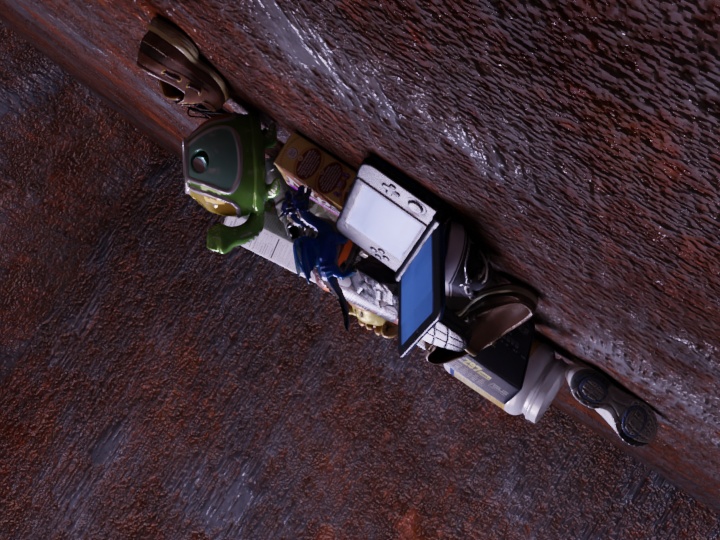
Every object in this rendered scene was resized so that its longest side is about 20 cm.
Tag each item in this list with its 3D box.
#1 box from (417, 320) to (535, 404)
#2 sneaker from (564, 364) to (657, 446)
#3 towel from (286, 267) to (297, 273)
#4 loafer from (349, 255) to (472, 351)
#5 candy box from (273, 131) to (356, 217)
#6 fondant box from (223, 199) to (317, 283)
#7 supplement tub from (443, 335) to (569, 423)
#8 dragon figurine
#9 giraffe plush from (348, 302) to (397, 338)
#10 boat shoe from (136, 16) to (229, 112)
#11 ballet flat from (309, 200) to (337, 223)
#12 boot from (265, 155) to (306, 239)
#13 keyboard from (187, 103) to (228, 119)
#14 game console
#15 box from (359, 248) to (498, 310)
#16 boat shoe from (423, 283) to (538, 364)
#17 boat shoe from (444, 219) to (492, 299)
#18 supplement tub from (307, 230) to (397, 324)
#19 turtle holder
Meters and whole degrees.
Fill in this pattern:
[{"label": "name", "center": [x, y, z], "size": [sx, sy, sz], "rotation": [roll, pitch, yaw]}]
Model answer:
[{"label": "box", "center": [0.178, 0.094, 1.329], "size": [0.198, 0.159, 0.051], "rotation": [34, 132, -5]}, {"label": "sneaker", "center": [0.435, 0.225, 1.447], "size": [0.200, 0.075, 0.087], "rotation": [42, -173, -11]}, {"label": "towel", "center": [-0.121, -0.058, 1.567], "size": [0.192, 0.035, 0.199], "rotation": [43, -161, 27]}, {"label": "loafer", "center": [0.078, 0.034, 1.147], "size": [0.199, 0.072, 0.073], "rotation": [37, 148, 22]}, {"label": "candy box", "center": [-0.019, -0.105, 1.160], "size": [0.198, 0.057, 0.117], "rotation": [32, 176, 7]}, {"label": "fondant box", "center": [-0.129, -0.074, 1.470], "size": [0.198, 0.059, 0.145], "rotation": [27, -147, -5]}, {"label": "supplement tub", "center": [0.266, 0.171, 1.526], "size": [0.198, 0.146, 0.144], "rotation": [32, 177, 21]}, {"label": "dragon figurine", "center": [-0.060, -0.017, 1.140], "size": [0.098, 0.204, 0.059], "rotation": [-5, -168, -20]}, {"label": "giraffe plush", "center": [0.033, 0.018, 1.454], "size": [0.199, 0.163, 0.172], "rotation": [35, 176, -21]}, {"label": "boat shoe", "center": [-0.231, -0.248, 1.073], "size": [0.071, 0.068, 0.200], "rotation": [33, 177, 15]}, {"label": "ballet flat", "center": [-0.061, -0.114, 1.366], "size": [0.071, 0.072, 0.200], "rotation": [35, 178, -22]}, {"label": "boot", "center": [-0.125, -0.112, 1.400], "size": [0.200, 0.067, 0.133], "rotation": [136, 121, -86]}, {"label": "keyboard", "center": [-0.257, -0.261, 1.415], "size": [0.198, 0.040, 0.104], "rotation": [33, 177, 14]}, {"label": "game console", "center": [0.031, -0.010, 1.007], "size": [0.169, 0.119, 0.200], "rotation": [34, 156, 2]}, {"label": "box", "center": [0.100, -0.002, 1.250], "size": [0.199, 0.083, 0.068], "rotation": [36, 176, -4]}, {"label": "boat shoe", "center": [0.164, 0.085, 1.155], "size": [0.074, 0.076, 0.202], "rotation": [33, 143, -20]}, {"label": "boat shoe", "center": [0.130, -0.005, 1.033], "size": [0.067, 0.073, 0.200], "rotation": [10, 162, 7]}, {"label": "supplement tub", "center": [0.000, 0.000, 1.324], "size": [0.197, 0.108, 0.107], "rotation": [25, 178, -7]}, {"label": "turtle holder", "center": [-0.191, -0.134, 1.214], "size": [0.129, 0.189, 0.141], "rotation": [-3, -154, -15]}]
